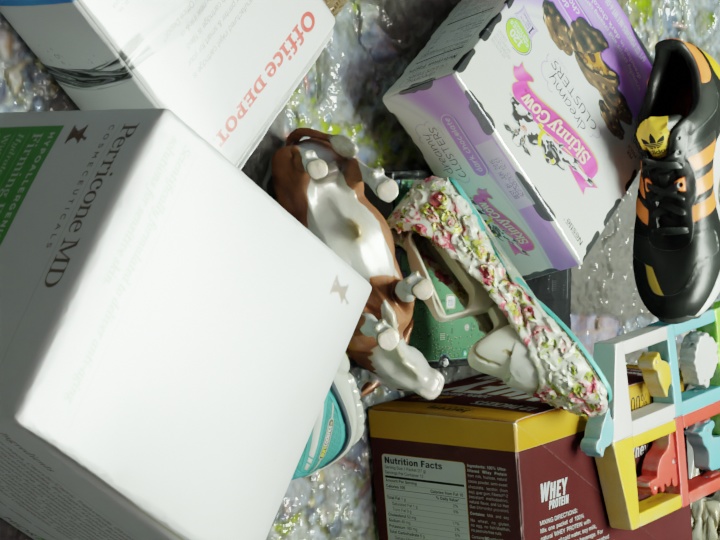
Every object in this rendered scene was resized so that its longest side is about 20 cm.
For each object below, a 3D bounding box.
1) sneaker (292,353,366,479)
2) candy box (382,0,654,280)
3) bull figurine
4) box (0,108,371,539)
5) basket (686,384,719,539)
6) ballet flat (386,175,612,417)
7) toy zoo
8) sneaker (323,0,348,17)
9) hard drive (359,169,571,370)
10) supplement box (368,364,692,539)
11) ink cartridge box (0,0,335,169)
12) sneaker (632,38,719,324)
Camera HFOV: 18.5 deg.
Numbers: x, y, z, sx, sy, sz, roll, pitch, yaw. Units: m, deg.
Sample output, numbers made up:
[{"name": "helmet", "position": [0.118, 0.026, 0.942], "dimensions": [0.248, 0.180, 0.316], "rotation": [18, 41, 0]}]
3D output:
[{"name": "sneaker", "position": [-0.058, 0.046, 1.407], "dimensions": [0.080, 0.077, 0.200], "rotation": [-33, 114, -28]}, {"name": "candy box", "position": [0.125, -0.118, 1.553], "dimensions": [0.168, 0.071, 0.200], "rotation": [55, 45, -20]}, {"name": "bull figurine", "position": [0.000, 0.000, 1.424], "dimensions": [0.065, 0.121, 0.200], "rotation": [-28, 94, -17]}, {"name": "box", "position": [-0.140, 0.042, 1.244], "dimensions": [0.200, 0.171, 0.199], "rotation": [42, 62, -40]}, {"name": "basket", "position": [0.361, 0.175, 1.818], "dimensions": [0.200, 0.123, 0.136], "rotation": [16, 81, -47]}, {"name": "ballet flat", "position": [0.084, 0.027, 1.463], "dimensions": [0.064, 0.076, 0.200], "rotation": [-32, 76, -20]}, {"name": "toy zoo", "position": [0.216, 0.100, 1.542], "dimensions": [0.200, 0.020, 0.131], "rotation": [-16, 103, -46]}, {"name": "sneaker", "position": [-0.047, -0.251, 1.417], "dimensions": [0.071, 0.112, 0.200], "rotation": [-18, 135, -44]}, {"name": "hard drive", "position": [0.076, -0.002, 1.570], "dimensions": [0.200, 0.038, 0.140], "rotation": [-4, 94, -47]}, {"name": "supplement box", "position": [0.126, 0.179, 1.560], "dimensions": [0.197, 0.133, 0.200], "rotation": [-12, 101, -46]}, {"name": "ink cartridge box", "position": [-0.124, -0.169, 1.314], "dimensions": [0.147, 0.086, 0.200], "rotation": [-57, 130, -28]}, {"name": "sneaker", "position": [0.214, -0.065, 1.534], "dimensions": [0.090, 0.070, 0.200], "rotation": [35, 59, -49]}]
